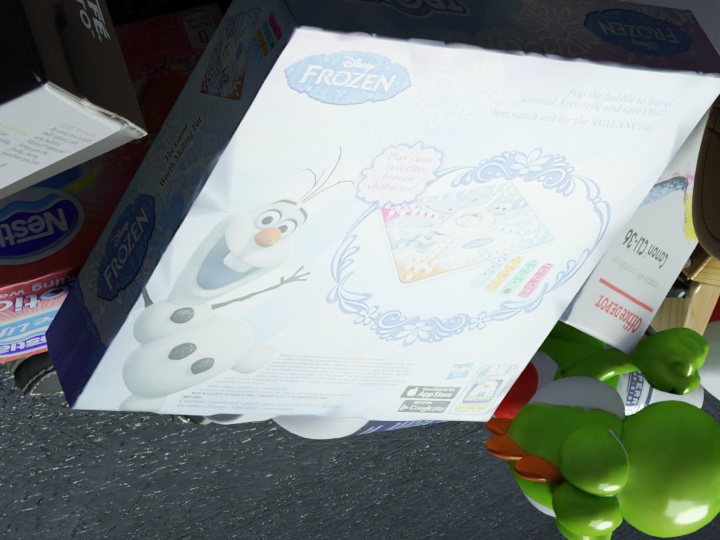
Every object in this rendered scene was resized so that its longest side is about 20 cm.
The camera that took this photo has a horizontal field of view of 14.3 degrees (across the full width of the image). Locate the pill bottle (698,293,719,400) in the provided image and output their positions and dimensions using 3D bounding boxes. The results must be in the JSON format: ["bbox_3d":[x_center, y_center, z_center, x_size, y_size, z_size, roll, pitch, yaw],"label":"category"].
[{"bbox_3d":[0.249,-0.018,1.403,0.112,0.201,0.112,23,170,4],"label":"pill bottle"}]

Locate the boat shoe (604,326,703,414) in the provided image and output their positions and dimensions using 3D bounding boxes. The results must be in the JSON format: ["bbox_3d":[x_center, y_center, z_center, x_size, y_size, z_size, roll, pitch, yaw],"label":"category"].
[{"bbox_3d":[0.110,0.046,1.540,0.065,0.074,0.200,11,-167,-30],"label":"boat shoe"}]

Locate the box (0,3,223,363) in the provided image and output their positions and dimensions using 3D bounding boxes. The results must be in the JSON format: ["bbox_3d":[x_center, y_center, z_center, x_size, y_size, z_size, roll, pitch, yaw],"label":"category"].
[{"bbox_3d":[-0.140,-0.023,1.134,0.199,0.095,0.103,-15,164,-14],"label":"box"}]

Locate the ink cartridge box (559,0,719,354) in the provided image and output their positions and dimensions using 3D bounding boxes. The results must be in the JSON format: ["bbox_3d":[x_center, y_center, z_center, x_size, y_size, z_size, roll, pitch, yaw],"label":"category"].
[{"bbox_3d":[0.109,-0.035,1.243,0.201,0.067,0.116,-59,158,3],"label":"ink cartridge box"}]

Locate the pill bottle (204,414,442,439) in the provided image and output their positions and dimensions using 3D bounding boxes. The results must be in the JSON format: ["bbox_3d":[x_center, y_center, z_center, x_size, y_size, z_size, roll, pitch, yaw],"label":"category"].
[{"bbox_3d":[0.007,0.026,1.440,0.199,0.112,0.111,-6,160,-39],"label":"pill bottle"}]

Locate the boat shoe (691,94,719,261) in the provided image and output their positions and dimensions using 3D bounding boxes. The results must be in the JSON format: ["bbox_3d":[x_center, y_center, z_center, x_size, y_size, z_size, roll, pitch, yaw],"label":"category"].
[{"bbox_3d":[0.204,-0.089,1.191,0.201,0.073,0.063,-63,156,4],"label":"boat shoe"}]

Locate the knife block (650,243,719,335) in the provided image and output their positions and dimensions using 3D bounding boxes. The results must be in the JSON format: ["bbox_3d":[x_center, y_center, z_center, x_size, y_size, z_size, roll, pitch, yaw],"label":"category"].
[{"bbox_3d":[0.193,-0.047,1.480,0.200,0.064,0.176,-30,153,-24],"label":"knife block"}]

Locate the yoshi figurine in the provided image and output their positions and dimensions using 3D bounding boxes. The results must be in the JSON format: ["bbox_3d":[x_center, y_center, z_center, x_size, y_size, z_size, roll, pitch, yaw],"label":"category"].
[{"bbox_3d":[0.118,0.072,1.328,0.112,0.113,0.200,-27,-160,6],"label":"yoshi figurine"}]

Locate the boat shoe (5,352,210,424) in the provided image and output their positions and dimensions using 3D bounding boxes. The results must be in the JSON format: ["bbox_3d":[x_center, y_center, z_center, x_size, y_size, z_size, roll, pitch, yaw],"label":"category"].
[{"bbox_3d":[-0.085,0.046,1.487,0.200,0.066,0.072,-9,162,-32],"label":"boat shoe"}]

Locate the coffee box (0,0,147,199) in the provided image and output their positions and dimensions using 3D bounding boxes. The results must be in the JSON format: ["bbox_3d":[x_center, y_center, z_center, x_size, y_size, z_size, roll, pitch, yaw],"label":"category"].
[{"bbox_3d":[-0.184,-0.062,0.922,0.199,0.114,0.080,-22,164,14],"label":"coffee box"}]

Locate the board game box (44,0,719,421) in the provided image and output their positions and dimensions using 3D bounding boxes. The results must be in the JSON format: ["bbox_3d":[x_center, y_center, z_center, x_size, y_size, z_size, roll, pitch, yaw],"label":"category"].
[{"bbox_3d":[0.009,-0.024,1.082,0.199,0.043,0.199,4,136,-35],"label":"board game box"}]
